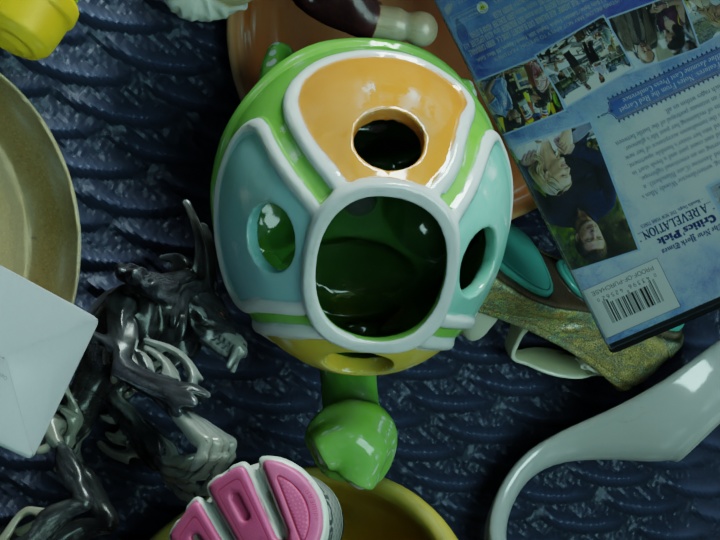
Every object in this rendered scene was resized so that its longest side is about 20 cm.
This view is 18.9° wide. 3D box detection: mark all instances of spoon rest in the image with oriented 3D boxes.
[{"bbox_3d":[0.138,0.096,1.176,0.200,0.099,0.061,-42,79,-15],"label":"spoon rest"}]

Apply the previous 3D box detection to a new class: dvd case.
[{"bbox_3d":[0.138,-0.076,1.014,0.142,0.018,0.200,-25,101,16],"label":"dvd case"}]

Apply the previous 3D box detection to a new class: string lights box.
[{"bbox_3d":[-0.196,0.009,0.828,0.103,0.200,0.059,32,80,-34],"label":"string lights box"}]

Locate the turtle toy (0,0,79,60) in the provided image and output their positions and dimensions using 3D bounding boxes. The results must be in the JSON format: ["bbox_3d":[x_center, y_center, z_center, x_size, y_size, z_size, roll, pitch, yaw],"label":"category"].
[{"bbox_3d":[-0.168,-0.190,0.910,0.200,0.101,0.146,42,72,-31],"label":"turtle toy"}]

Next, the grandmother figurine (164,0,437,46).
[{"bbox_3d":[0.001,-0.159,0.982,0.061,0.199,0.122,-1,77,-77],"label":"grandmother figurine"}]

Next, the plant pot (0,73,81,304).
[{"bbox_3d":[-0.217,-0.006,0.949,0.199,0.027,0.201,-6,101,-33],"label":"plant pot"}]

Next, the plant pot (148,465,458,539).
[{"bbox_3d":[-0.011,0.227,1.034,0.201,0.200,0.189,-47,135,-19],"label":"plant pot"}]

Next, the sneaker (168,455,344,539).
[{"bbox_3d":[-0.076,0.158,0.947,0.200,0.074,0.087,-48,164,12],"label":"sneaker"}]

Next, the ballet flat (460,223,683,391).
[{"bbox_3d":[0.085,0.015,1.140,0.200,0.071,0.071,24,83,-32],"label":"ballet flat"}]

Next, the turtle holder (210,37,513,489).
[{"bbox_3d":[-0.007,-0.008,0.978,0.141,0.132,0.186,29,106,-17],"label":"turtle holder"}]

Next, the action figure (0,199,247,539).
[{"bbox_3d":[-0.102,0.073,0.988,0.102,0.119,0.200,32,81,9],"label":"action figure"}]

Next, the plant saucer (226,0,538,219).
[{"bbox_3d":[0.036,-0.119,1.046,0.199,0.037,0.201,1,103,3],"label":"plant saucer"}]
